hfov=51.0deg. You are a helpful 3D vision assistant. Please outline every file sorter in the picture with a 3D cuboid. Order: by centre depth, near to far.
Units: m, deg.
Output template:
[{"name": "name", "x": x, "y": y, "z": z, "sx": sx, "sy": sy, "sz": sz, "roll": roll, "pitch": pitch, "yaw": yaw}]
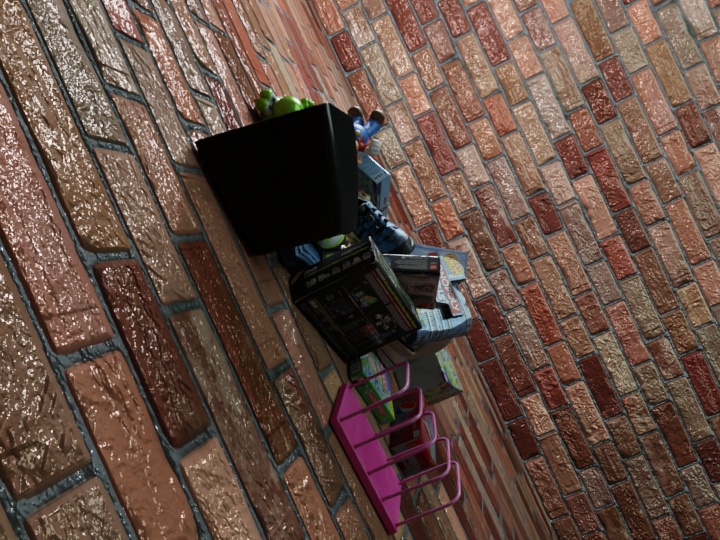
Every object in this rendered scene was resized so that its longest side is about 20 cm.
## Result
[{"name": "file sorter", "x": 0.060, "y": 0.263, "z": 1.156, "sx": 0.201, "sy": 0.125, "sz": 0.139, "roll": 63, "pitch": 10, "yaw": -10}]

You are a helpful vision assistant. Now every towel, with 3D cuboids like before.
[{"name": "towel", "x": -0.113, "y": -0.077, "z": 1.286, "sx": 0.112, "sy": 0.048, "sz": 0.201, "roll": 50, "pitch": 18, "yaw": -56}]

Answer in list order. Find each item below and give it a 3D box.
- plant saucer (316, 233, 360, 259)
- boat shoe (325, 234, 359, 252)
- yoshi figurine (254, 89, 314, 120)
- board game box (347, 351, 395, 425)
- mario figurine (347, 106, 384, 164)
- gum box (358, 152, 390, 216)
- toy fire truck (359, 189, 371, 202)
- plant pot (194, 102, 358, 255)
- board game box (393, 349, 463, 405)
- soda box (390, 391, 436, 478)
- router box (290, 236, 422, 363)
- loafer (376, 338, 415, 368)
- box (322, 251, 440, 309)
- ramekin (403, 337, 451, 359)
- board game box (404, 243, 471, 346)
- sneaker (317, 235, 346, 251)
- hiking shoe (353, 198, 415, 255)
[{"name": "plant saucer", "x": -0.047, "y": -0.078, "z": 1.452, "sx": 0.200, "sy": 0.048, "sz": 0.200, "roll": 62, "pitch": 31, "yaw": -42}, {"name": "boat shoe", "x": 0.000, "y": 0.000, "z": 1.391, "sx": 0.200, "sy": 0.075, "sz": 0.074, "roll": 59, "pitch": 31, "yaw": -47}, {"name": "yoshi figurine", "x": -0.134, "y": -0.292, "z": 1.522, "sx": 0.200, "sy": 0.111, "sz": 0.113, "roll": 38, "pitch": 36, "yaw": -60}, {"name": "board game box", "x": 0.013, "y": 0.169, "z": 1.398, "sx": 0.135, "sy": 0.029, "sz": 0.200, "roll": 57, "pitch": 13, "yaw": -32}, {"name": "mario figurine", "x": -0.016, "y": -0.278, "z": 1.535, "sx": 0.106, "sy": 0.123, "sz": 0.200, "roll": 49, "pitch": 42, "yaw": -23}, {"name": "gum box", "x": -0.019, "y": -0.202, "z": 1.658, "sx": 0.200, "sy": 0.044, "sz": 0.170, "roll": 45, "pitch": -26, "yaw": 25}, {"name": "toy fire truck", "x": -0.021, "y": -0.137, "z": 1.597, "sx": 0.049, "sy": 0.140, "sz": 0.201, "roll": -50, "pitch": 132, "yaw": -41}, {"name": "plant pot", "x": -0.099, "y": -0.125, "z": 1.117, "sx": 0.200, "sy": 0.198, "sz": 0.179, "roll": -22, "pitch": 98, "yaw": -80}, {"name": "board game box", "x": 0.154, "y": 0.239, "z": 1.718, "sx": 0.104, "sy": 0.104, "sz": 0.200, "roll": 69, "pitch": 12, "yaw": 20}, {"name": "soda box", "x": 0.100, "y": 0.302, "z": 1.429, "sx": 0.070, "sy": 0.063, "sz": 0.200, "roll": 62, "pitch": 12, "yaw": -14}, {"name": "router box", "x": -0.005, "y": 0.053, "z": 1.245, "sx": 0.200, "sy": 0.149, "sz": 0.062, "roll": 55, "pitch": 14, "yaw": -44}, {"name": "loafer", "x": 0.039, "y": 0.107, "z": 1.414, "sx": 0.200, "sy": 0.063, "sz": 0.072, "roll": 56, "pitch": 15, "yaw": -39}, {"name": "box", "x": 0.035, "y": 0.019, "z": 1.304, "sx": 0.110, "sy": 0.199, "sz": 0.035, "roll": 93, "pitch": 0, "yaw": -51}, {"name": "ramekin", "x": 0.102, "y": 0.098, "z": 1.556, "sx": 0.200, "sy": 0.199, "sz": 0.098, "roll": 53, "pitch": 23, "yaw": -47}, {"name": "board game box", "x": 0.143, "y": 0.032, "z": 1.456, "sx": 0.199, "sy": 0.062, "sz": 0.201, "roll": -7, "pitch": 66, "yaw": -38}, {"name": "sneaker", "x": -0.069, "y": -0.128, "z": 1.288, "sx": 0.083, "sy": 0.071, "sz": 0.201, "roll": 50, "pitch": 19, "yaw": -61}, {"name": "hiking shoe", "x": 0.020, "y": -0.075, "z": 1.365, "sx": 0.087, "sy": 0.074, "sz": 0.200, "roll": 49, "pitch": -8, "yaw": -39}]
